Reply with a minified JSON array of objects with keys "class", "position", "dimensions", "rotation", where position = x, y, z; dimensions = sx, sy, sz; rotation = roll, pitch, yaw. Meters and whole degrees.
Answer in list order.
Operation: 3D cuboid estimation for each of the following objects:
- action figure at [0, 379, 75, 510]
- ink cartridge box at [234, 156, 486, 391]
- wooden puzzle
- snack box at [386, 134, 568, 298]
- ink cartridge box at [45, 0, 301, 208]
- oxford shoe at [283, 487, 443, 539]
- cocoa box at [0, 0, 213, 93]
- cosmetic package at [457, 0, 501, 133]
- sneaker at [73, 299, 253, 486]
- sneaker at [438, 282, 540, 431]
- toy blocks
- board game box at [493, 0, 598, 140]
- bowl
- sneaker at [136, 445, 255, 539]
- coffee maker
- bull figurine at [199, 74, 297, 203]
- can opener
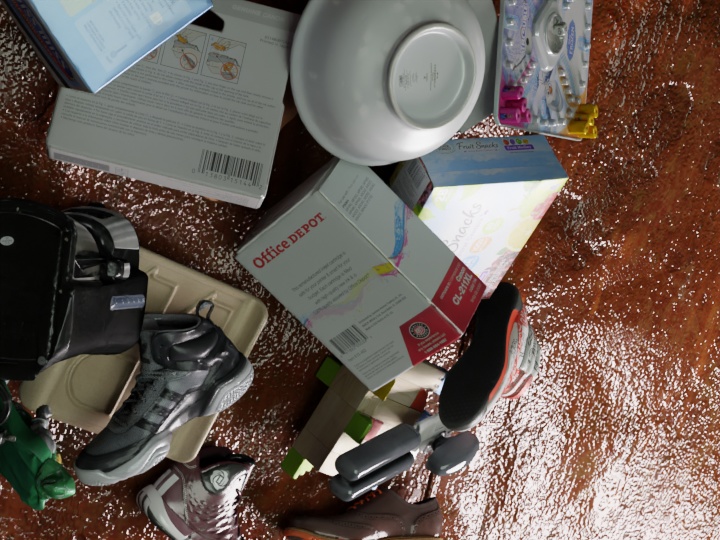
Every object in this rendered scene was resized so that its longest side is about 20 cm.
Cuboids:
[{"class":"action figure","position":[-0.304,0.156,1.411],"dimensions":[0.054,0.200,0.119],"rotation":[-4,113,-31]},{"class":"ink cartridge box","position":[0.000,0.000,1.521],"dimensions":[0.200,0.145,0.083],"rotation":[45,44,-12]},{"class":"wooden puzzle","position":[-0.214,0.076,1.534],"dimensions":[0.199,0.046,0.186],"rotation":[25,95,-32]},{"class":"snack box","position":[0.094,-0.048,1.604],"dimensions":[0.167,0.068,0.201],"rotation":[-5,143,-31]},{"class":"ink cartridge box","position":[-0.166,-0.166,1.407],"dimensions":[0.198,0.045,0.178],"rotation":[14,78,-7]},{"class":"oxford shoe","position":[0.003,0.280,1.754],"dimensions":[0.198,0.071,0.073],"rotation":[8,77,-31]},{"class":"cocoa box","position":[-0.239,-0.265,1.289],"dimensions":[0.133,0.131,0.201],"rotation":[-38,111,-13]},{"class":"cosmetic package","position":[0.076,-0.247,1.538],"dimensions":[0.090,0.107,0.201],"rotation":[-34,126,-16]},{"class":"sneaker","position":[-0.203,0.109,1.484],"dimensions":[0.199,0.075,0.115],"rotation":[-35,120,-19]},{"class":"sneaker","position":[0.148,0.120,1.716],"dimensions":[0.108,0.067,0.202],"rotation":[63,36,-39]},{"class":"toy blocks","position":[0.021,0.156,1.693],"dimensions":[0.136,0.100,0.201],"rotation":[27,97,-47]},{"class":"board game box","position":[0.197,-0.240,1.587],"dimensions":[0.199,0.026,0.202],"rotation":[1,93,-57]},{"class":"bowl","position":[0.043,-0.184,1.417],"dimensions":[0.199,0.090,0.203],"rotation":[-12,112,-30]},{"class":"sneaker","position":[-0.133,0.257,1.642],"dimensions":[0.116,0.076,0.200],"rotation":[-49,126,-8]},{"class":"coffee maker","position":[-0.279,0.034,1.366],"dimensions":[0.193,0.134,0.200],"rotation":[-60,170,5]},{"class":"bull figurine","position":[-0.108,-0.162,1.485],"dimensions":[0.121,0.065,0.201],"rotation":[33,89,-33]},{"class":"can opener","position":[0.053,0.195,1.636],"dimensions":[0.199,0.067,0.054],"rotation":[-21,135,-48]}]
